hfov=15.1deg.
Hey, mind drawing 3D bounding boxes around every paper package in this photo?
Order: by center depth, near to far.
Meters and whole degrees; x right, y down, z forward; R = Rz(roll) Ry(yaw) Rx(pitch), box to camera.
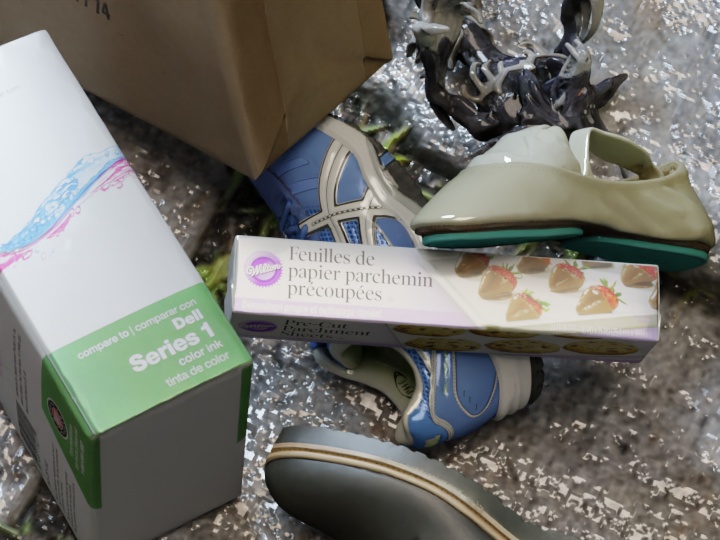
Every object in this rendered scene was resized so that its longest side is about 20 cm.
[{"bbox_3d":[-0.100,-0.168,1.296,0.200,0.191,0.103,29,58,34],"label":"paper package"}]

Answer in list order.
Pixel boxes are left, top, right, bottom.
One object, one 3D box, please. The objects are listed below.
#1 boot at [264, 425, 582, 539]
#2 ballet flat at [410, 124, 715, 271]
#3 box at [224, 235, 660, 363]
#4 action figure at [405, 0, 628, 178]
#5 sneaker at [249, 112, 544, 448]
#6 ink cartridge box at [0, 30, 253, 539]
[{"bbox_3d":[0.026,0.166,1.227,0.200,0.077,0.138,24,68,10],"label":"boot"},{"bbox_3d":[0.096,-0.038,1.297,0.200,0.069,0.070,6,52,-48],"label":"ballet flat"},{"bbox_3d":[0.038,0.014,1.255,0.200,0.041,0.039,4,70,-8],"label":"box"},{"bbox_3d":[0.066,-0.129,1.371,0.119,0.102,0.200,-32,67,-32],"label":"action figure"},{"bbox_3d":[0.000,0.000,1.309,0.077,0.076,0.200,-33,68,-24],"label":"sneaker"},{"bbox_3d":[-0.134,0.012,1.253,0.084,0.145,0.200,-26,66,-18],"label":"ink cartridge box"}]
